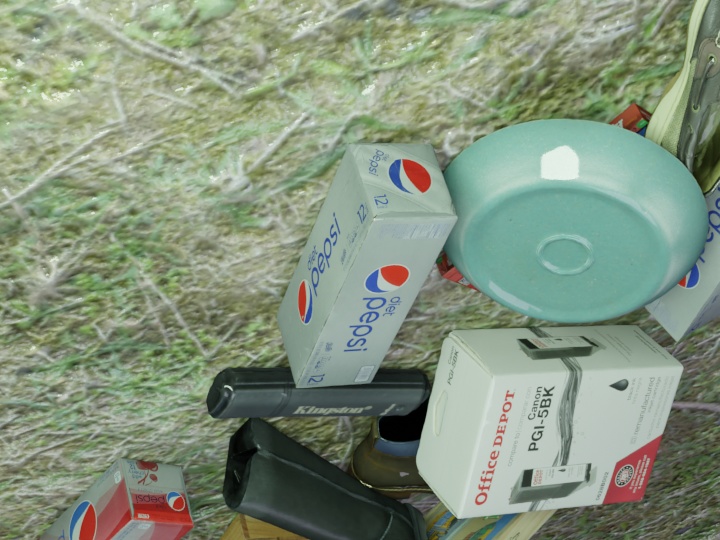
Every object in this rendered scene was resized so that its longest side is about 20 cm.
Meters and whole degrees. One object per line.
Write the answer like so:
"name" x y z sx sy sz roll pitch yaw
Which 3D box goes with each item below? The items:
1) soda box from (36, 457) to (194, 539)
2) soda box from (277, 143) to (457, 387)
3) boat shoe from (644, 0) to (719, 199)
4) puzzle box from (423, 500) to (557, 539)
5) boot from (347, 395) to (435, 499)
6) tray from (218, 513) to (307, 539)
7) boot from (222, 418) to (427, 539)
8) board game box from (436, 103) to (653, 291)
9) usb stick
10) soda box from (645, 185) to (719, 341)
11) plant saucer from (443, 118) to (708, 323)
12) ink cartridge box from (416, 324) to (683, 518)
"soda box" -0.236 0.248 1.222 0.070 0.064 0.200 14 134 -40
"soda box" 0.000 0.000 0.967 0.063 0.068 0.200 -2 142 -23
"boat shoe" 0.252 -0.133 0.906 0.071 0.066 0.201 -11 140 -25
"puzzle box" 0.101 0.248 1.281 0.200 0.025 0.133 -38 -164 -31
"boot" 0.091 0.161 1.251 0.199 0.075 0.097 -9 148 -13
"tray" -0.115 0.314 1.401 0.098 0.037 0.200 4 141 -30
"boot" -0.024 0.226 1.163 0.200 0.165 0.066 36 108 -28
"board game box" 0.163 -0.044 1.044 0.200 0.020 0.103 -39 143 27
"usb stick" -0.034 0.104 1.144 0.199 0.033 0.056 3 140 -30
"soda box" 0.288 -0.035 1.066 0.068 0.063 0.200 -26 153 -31
"plant saucer" 0.148 -0.022 0.976 0.199 0.036 0.201 8 138 7
"ink cartridge box" 0.165 0.131 1.192 0.199 0.083 0.147 -1 116 -26
